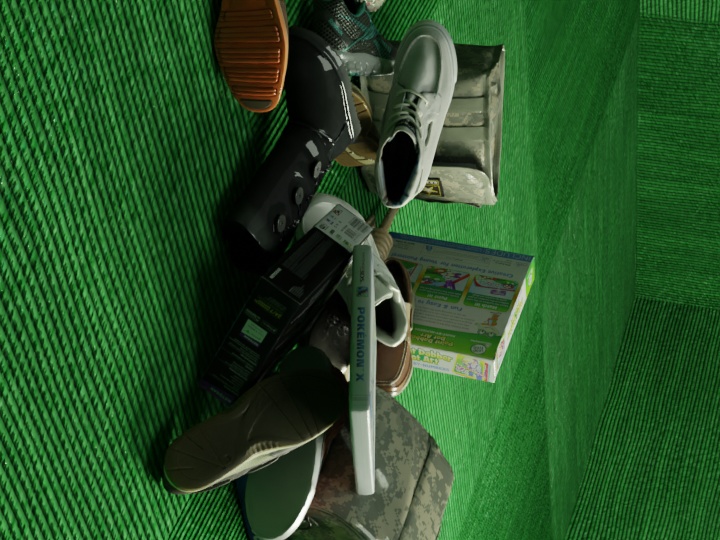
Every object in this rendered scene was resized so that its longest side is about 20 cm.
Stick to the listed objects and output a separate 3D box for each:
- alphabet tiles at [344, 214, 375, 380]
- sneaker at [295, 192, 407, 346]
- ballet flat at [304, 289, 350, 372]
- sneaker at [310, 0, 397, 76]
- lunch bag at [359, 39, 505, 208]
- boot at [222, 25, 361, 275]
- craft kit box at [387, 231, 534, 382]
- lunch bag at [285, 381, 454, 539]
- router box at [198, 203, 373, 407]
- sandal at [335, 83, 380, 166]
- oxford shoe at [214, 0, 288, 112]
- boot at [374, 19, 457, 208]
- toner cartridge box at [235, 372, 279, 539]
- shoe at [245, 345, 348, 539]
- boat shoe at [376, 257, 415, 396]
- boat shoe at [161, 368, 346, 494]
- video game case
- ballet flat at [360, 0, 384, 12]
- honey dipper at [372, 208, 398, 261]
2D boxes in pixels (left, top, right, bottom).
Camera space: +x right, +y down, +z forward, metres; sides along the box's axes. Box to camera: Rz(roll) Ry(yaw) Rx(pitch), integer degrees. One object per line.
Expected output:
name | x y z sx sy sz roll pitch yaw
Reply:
alphabet tiles | -0.013 0.052 1.809 0.167 0.008 0.201 -48 142 -59
sneaker | 0.000 0.000 1.588 0.200 0.078 0.099 54 -3 -22
ballet flat | -0.035 0.029 1.669 0.046 0.067 0.201 -144 -128 -60
sneaker | -0.004 -0.259 1.591 0.200 0.077 0.092 -22 115 -71
lunch bag | 0.087 -0.168 1.757 0.118 0.163 0.201 -63 154 -56
boot | -0.080 -0.115 1.432 0.200 0.065 0.165 -56 143 -24
craft kit box | 0.099 0.041 1.813 0.198 0.199 0.049 -60 154 -46
lunch bag | -0.001 0.238 1.589 0.168 0.139 0.201 58 40 -33
router box | -0.073 0.034 1.456 0.150 0.051 0.200 -58 175 30
sandal | -0.016 -0.169 1.599 0.200 0.080 0.054 47 38 -69
oxford shoe | -0.093 -0.246 1.336 0.073 0.071 0.201 -60 152 -58
boot | 0.059 -0.166 1.573 0.096 0.073 0.201 -64 161 -71
toner cartridge box | -0.097 0.212 1.575 0.095 0.043 0.201 -64 155 -43
shoe | -0.059 0.184 1.495 0.091 0.071 0.201 45 55 -64
boat shoe | 0.027 0.064 1.708 0.201 0.075 0.072 -88 176 -49
boat shoe | -0.106 0.155 1.391 0.200 0.072 0.066 -27 173 -30
video game case | 0.004 0.104 1.467 0.200 0.022 0.183 86 5 -58
ballet flat | 0.013 -0.348 1.611 0.200 0.064 0.076 57 45 -64
honey dipper | 0.038 -0.071 1.847 0.200 0.038 0.038 -66 157 -49
